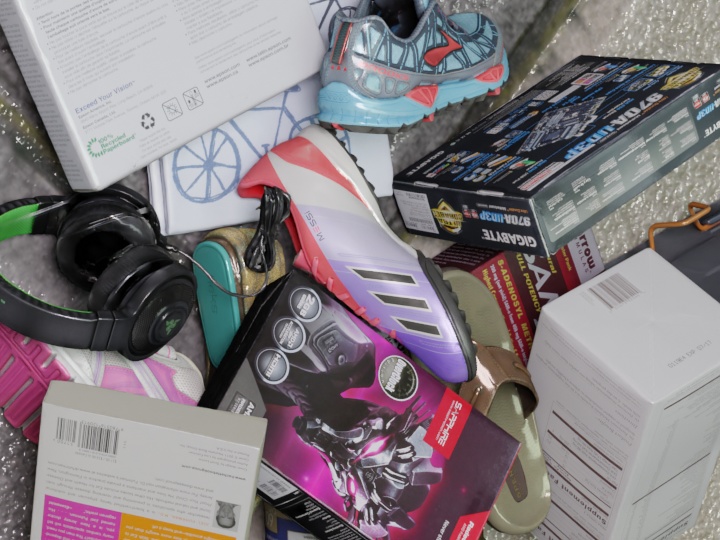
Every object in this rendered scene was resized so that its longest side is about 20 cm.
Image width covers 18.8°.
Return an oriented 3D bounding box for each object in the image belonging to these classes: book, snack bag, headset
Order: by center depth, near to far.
[{"bbox_3d":[-0.136,0.169,1.330,0.133,0.048,0.201,11,120,1],"label":"book"},{"bbox_3d":[-0.139,-0.012,1.331,0.199,0.124,0.094,-2,129,-32],"label":"headset"},{"bbox_3d":[-0.067,-0.132,1.438,0.188,0.021,0.201,-12,99,-34],"label":"snack bag"}]

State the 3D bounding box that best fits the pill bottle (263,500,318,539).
[{"bbox_3d":[-0.007,0.232,1.468,0.111,0.111,0.201,-7,100,-34],"label":"pill bottle"}]

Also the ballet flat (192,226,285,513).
[{"bbox_3d":[-0.071,0.070,1.434,0.070,0.071,0.201,-7,99,-34],"label":"ballet flat"}]

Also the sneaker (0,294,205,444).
[{"bbox_3d":[-0.153,0.080,1.370,0.200,0.081,0.088,45,47,-18],"label":"sneaker"}]

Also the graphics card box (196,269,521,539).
[{"bbox_3d":[-0.003,0.108,1.377,0.200,0.051,0.126,38,59,-14],"label":"graphics card box"}]

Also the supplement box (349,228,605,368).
[{"bbox_3d":[0.086,0.039,1.540,0.200,0.061,0.109,-33,113,-28],"label":"supplement box"}]

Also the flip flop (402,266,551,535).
[{"bbox_3d":[0.090,0.089,1.474,0.081,0.058,0.201,-27,105,-29],"label":"flip flop"}]

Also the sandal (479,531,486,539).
[{"bbox_3d":[0.067,0.224,1.524,0.200,0.054,0.081,68,22,-56],"label":"sandal"}]

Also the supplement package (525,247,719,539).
[{"bbox_3d":[0.183,0.106,1.529,0.114,0.109,0.200,-26,144,-33],"label":"supplement package"}]

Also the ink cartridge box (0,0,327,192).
[{"bbox_3d":[-0.132,-0.179,1.351,0.196,0.043,0.201,-30,107,-31],"label":"ink cartridge box"}]

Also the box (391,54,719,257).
[{"bbox_3d":[0.142,-0.084,1.504,0.200,0.159,0.046,-34,115,-28],"label":"box"}]

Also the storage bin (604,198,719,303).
[{"bbox_3d":[0.284,0.025,1.631,0.200,0.134,0.146,-28,111,-30],"label":"storage bin"}]

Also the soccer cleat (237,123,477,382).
[{"bbox_3d":[0.000,0.000,1.402,0.073,0.068,0.200,-32,77,-18],"label":"soccer cleat"}]

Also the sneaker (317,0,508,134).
[{"bbox_3d":[0.042,-0.155,1.439,0.200,0.079,0.096,-34,128,-56],"label":"sneaker"}]
